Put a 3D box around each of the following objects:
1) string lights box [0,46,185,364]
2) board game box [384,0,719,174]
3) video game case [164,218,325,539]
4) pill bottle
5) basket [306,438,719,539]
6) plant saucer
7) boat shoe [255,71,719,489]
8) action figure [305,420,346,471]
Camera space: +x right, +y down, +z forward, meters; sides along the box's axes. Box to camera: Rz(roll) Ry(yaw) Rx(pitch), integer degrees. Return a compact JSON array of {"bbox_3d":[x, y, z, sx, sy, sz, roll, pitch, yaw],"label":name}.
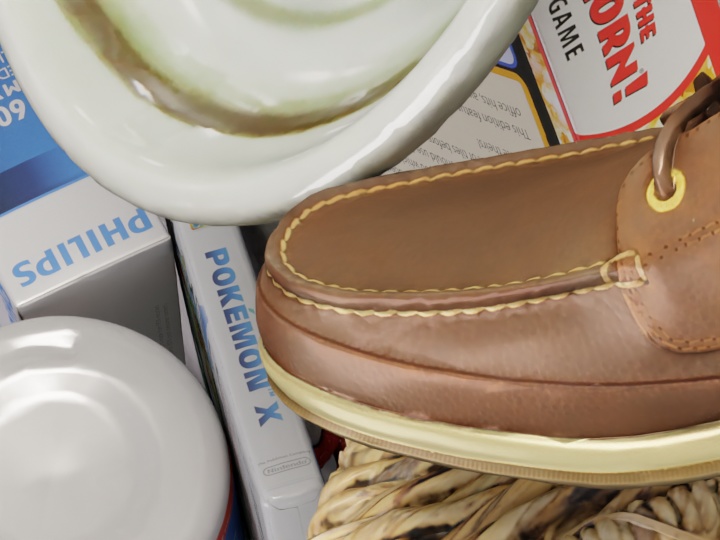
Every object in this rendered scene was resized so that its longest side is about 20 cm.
[{"bbox_3d":[-0.132,-0.056,1.019,0.200,0.059,0.103,59,166,22],"label":"string lights box"},{"bbox_3d":[0.033,-0.040,0.694,0.151,0.046,0.201,29,147,55],"label":"board game box"},{"bbox_3d":[-0.028,0.078,0.973,0.183,0.022,0.201,-111,8,-47],"label":"video game case"},{"bbox_3d":[-0.092,0.104,0.995,0.112,0.112,0.200,49,165,20],"label":"pill bottle"},{"bbox_3d":[0.077,0.119,0.618,0.142,0.149,0.201,-10,120,24],"label":"basket"},{"bbox_3d":[-0.005,-0.107,0.571,0.200,0.050,0.201,-7,81,49],"label":"plant saucer"},{"bbox_3d":[0.075,-0.011,0.483,0.199,0.072,0.068,-3,122,20],"label":"boat shoe"},{"bbox_3d":[0.020,0.131,0.998,0.201,0.051,0.065,69,164,-3],"label":"action figure"}]
